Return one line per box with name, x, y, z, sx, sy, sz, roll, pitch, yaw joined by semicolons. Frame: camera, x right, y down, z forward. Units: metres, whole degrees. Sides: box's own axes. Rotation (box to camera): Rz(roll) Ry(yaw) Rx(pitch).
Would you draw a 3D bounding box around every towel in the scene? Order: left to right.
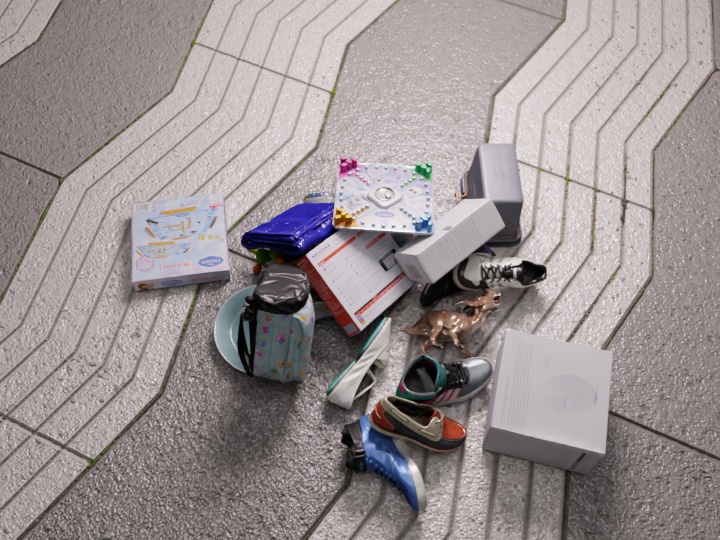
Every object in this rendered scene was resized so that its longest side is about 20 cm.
towel;-0.125;-0.091;1.512;0.147;0.050;0.200;8;26;28

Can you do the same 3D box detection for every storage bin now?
storage bin;0.278;-0.171;1.638;0.144;0.135;0.202;0;58;-1

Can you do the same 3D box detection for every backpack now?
backpack;-0.147;0.109;1.398;0.125;0.202;0.167;11;25;9

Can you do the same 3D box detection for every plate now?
plate;-0.190;0.118;1.519;0.198;0.026;0.202;1;60;-1

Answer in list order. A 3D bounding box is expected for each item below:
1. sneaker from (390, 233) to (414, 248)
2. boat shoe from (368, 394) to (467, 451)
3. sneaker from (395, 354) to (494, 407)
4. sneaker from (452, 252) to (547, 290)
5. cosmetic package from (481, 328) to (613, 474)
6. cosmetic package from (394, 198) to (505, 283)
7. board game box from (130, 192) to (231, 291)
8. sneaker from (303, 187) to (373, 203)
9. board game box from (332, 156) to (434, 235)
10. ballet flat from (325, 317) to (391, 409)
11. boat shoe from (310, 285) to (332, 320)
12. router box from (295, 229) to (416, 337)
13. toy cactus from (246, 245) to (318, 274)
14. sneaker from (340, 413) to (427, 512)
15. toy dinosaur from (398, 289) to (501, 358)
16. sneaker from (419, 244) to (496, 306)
sneaker;0.057;-0.082;1.620;0.081;0.074;0.201;-16;50;-9
boat shoe;0.112;0.270;1.371;0.199;0.063;0.071;19;31;-21
sneaker;0.154;0.194;1.413;0.198;0.121;0.084;-21;62;-5
sneaker;0.281;0.000;1.525;0.198;0.088;0.076;-4;90;-24
cosmetic package;0.339;0.238;1.399;0.198;0.123;0.201;13;60;5
cosmetic package;0.175;-0.061;1.511;0.200;0.101;0.074;-39;108;-18
board game box;-0.379;-0.063;1.614;0.198;0.041;0.201;-7;59;-5
sneaker;-0.026;-0.124;1.619;0.198;0.075;0.089;-6;85;26
board game box;0.049;-0.155;1.534;0.198;0.026;0.201;3;47;1
ballet flat;0.012;0.182;1.469;0.069;0.070;0.200;32;68;17
boat shoe;-0.059;0.052;1.522;0.199;0.062;0.072;-23;63;-29
router box;0.000;0.000;1.510;0.200;0.049;0.180;-38;93;-36
toy cactus;-0.137;-0.021;1.570;0.164;0.103;0.200;-3;29;-30
sneaker;0.033;0.348;1.353;0.110;0.077;0.201;-17;56;-18
toy dinosaur;0.174;0.104;1.502;0.198;0.086;0.137;1;59;4
sneaker;0.205;0.012;1.564;0.087;0.076;0.200;38;65;14
